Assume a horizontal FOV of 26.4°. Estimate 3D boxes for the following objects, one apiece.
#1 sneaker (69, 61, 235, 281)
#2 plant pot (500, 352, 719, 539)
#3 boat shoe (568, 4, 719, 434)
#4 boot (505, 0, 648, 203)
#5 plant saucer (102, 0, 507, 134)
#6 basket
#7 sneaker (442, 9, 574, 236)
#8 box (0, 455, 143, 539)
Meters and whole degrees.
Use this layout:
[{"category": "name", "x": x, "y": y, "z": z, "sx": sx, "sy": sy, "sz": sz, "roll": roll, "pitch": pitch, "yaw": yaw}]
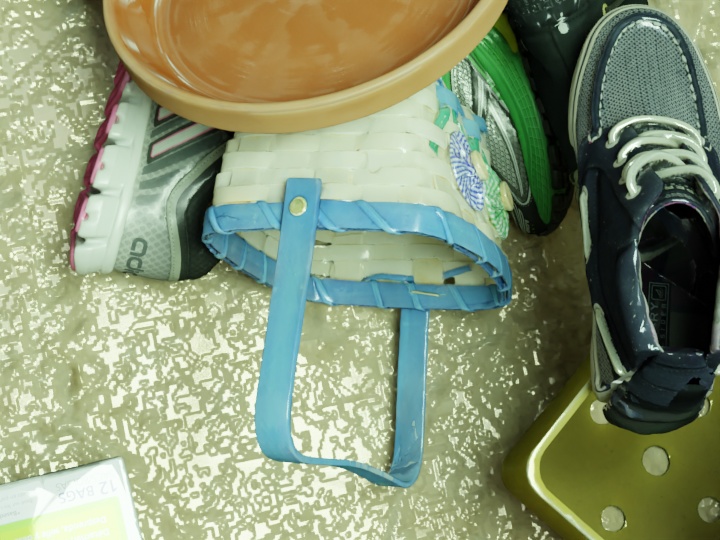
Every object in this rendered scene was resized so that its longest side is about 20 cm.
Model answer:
[{"category": "sneaker", "x": -0.086, "y": -0.083, "z": 0.803, "sx": 0.087, "sy": 0.074, "sz": 0.201, "roll": 19, "pitch": 77, "yaw": -15}, {"category": "plant pot", "x": 0.184, "y": 0.094, "z": 0.781, "sx": 0.200, "sy": 0.176, "sz": 0.200, "roll": 42, "pitch": 75, "yaw": -4}, {"category": "boat shoe", "x": 0.132, "y": -0.038, "z": 0.658, "sx": 0.074, "sy": 0.093, "sz": 0.202, "roll": -1, "pitch": 71, "yaw": -2}, {"category": "boot", "x": 0.133, "y": -0.112, "z": 0.817, "sx": 0.073, "sy": 0.203, "sz": 0.155, "roll": -19, "pitch": 95, "yaw": 26}, {"category": "plant saucer", "x": -0.023, "y": -0.140, "z": 0.727, "sx": 0.199, "sy": 0.032, "sz": 0.201, "roll": -7, "pitch": 51, "yaw": 9}, {"category": "basket", "x": 0.000, "y": 0.000, "z": 0.750, "sx": 0.138, "sy": 0.176, "sz": 0.202, "roll": 5, "pitch": 81, "yaw": 21}, {"category": "sneaker", "x": 0.059, "y": -0.109, "z": 0.848, "sx": 0.085, "sy": 0.078, "sz": 0.201, "roll": -25, "pitch": 95, "yaw": 21}, {"category": "box", "x": -0.145, "y": 0.199, "z": 0.728, "sx": 0.112, "sy": 0.101, "sz": 0.202, "roll": -12, "pitch": 84, "yaw": -14}]
